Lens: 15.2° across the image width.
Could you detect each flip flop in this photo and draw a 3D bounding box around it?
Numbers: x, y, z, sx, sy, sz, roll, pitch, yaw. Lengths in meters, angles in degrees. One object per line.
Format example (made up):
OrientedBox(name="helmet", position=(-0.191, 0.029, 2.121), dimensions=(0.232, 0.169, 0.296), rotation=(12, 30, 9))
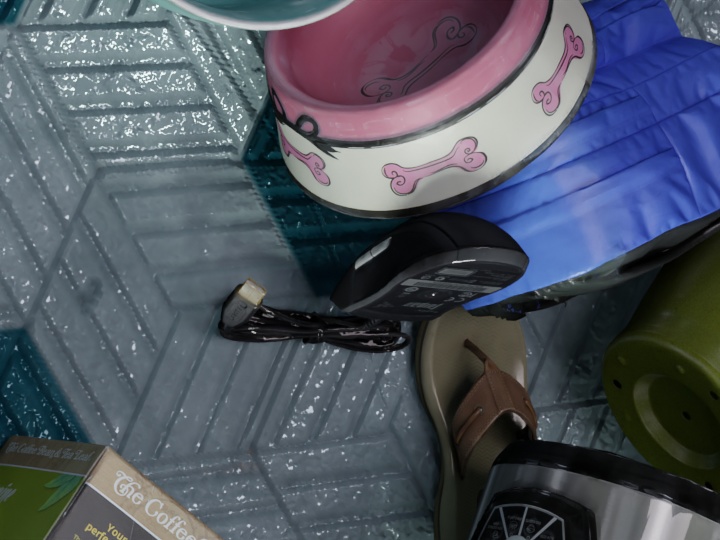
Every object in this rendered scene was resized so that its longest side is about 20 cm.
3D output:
OrientedBox(name="flip flop", position=(0.080, 0.105, 1.680), dimensions=(0.081, 0.058, 0.200), rotation=(-1, 90, -31))

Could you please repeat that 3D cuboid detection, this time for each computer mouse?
OrientedBox(name="computer mouse", position=(0.000, 0.000, 1.564), dimensions=(0.140, 0.200, 0.046), rotation=(4, 71, -25))

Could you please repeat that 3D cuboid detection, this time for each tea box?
OrientedBox(name="tea box", position=(-0.149, 0.227, 1.495), dimensions=(0.200, 0.134, 0.197), rotation=(43, 70, -24))

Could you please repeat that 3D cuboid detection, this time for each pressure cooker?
OrientedBox(name="pressure cooker", position=(0.135, 0.218, 1.594), dimensions=(0.178, 0.176, 0.200), rotation=(19, 78, 0))

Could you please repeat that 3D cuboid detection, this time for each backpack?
OrientedBox(name="backpack", position=(0.123, -0.066, 1.645), dimensions=(0.200, 0.162, 0.168), rotation=(-32, 93, -38))

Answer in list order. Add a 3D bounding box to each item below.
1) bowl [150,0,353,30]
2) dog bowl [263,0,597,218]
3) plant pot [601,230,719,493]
OrientedBox(name="bowl", position=(-0.081, -0.225, 1.547), dimensions=(0.201, 0.105, 0.201), rotation=(4, 81, -22))
OrientedBox(name="dog bowl", position=(0.032, -0.128, 1.565), dimensions=(0.200, 0.200, 0.074), rotation=(-51, 138, -21))
OrientedBox(name="plant pot", position=(0.259, 0.040, 1.701), dimensions=(0.193, 0.200, 0.200), rotation=(-39, 108, -29))
